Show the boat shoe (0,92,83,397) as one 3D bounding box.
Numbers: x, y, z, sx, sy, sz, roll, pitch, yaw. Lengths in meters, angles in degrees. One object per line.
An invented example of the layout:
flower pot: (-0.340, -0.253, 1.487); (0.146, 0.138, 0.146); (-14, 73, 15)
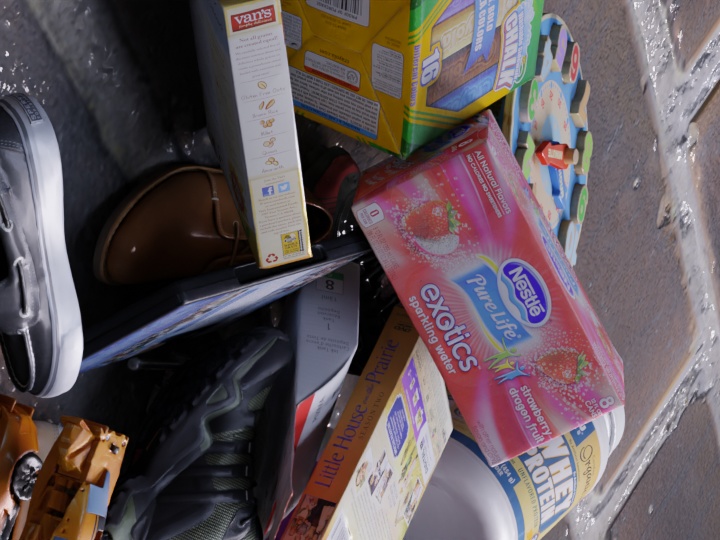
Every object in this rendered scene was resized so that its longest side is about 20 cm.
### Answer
boat shoe: (-0.202, -0.004, 1.322); (0.066, 0.070, 0.200); (-23, 136, -29)

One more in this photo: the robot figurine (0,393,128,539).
robot figurine: (-0.216, 0.174, 1.365); (0.058, 0.145, 0.200); (36, 70, -57)

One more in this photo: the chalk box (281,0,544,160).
chalk box: (0.042, -0.179, 1.537); (0.200, 0.124, 0.124); (-32, 137, -44)

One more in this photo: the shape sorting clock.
shape sorting clock: (0.135, -0.082, 1.666); (0.200, 0.039, 0.200); (6, 90, -68)

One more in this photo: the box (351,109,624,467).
box: (0.085, 0.011, 1.530); (0.200, 0.103, 0.095); (62, 11, -13)

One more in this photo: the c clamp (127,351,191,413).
c clamp: (-0.141, 0.145, 1.585); (0.171, 0.027, 0.200); (-3, 113, -63)

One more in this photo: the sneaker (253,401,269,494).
sneaker: (-0.109, 0.165, 1.570); (0.080, 0.070, 0.201); (-25, 135, -79)

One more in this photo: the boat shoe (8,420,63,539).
boat shoe: (-0.218, 0.187, 1.449); (0.065, 0.072, 0.200); (21, 99, -26)

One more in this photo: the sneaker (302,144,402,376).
sneaker: (0.000, 0.000, 1.633); (0.071, 0.098, 0.201); (-42, 143, -34)

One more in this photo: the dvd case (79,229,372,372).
dvd case: (-0.099, 0.022, 1.464); (0.200, 0.143, 0.018); (-16, 81, -54)

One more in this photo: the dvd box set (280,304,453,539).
dvd box set: (0.007, 0.144, 1.586); (0.146, 0.029, 0.200); (76, 34, -52)

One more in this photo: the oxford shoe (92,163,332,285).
oxford shoe: (-0.089, -0.027, 1.488); (0.200, 0.071, 0.071); (-21, 131, -51)

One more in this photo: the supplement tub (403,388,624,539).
supplement tub: (0.109, 0.149, 1.884); (0.200, 0.145, 0.145); (-37, 141, -42)

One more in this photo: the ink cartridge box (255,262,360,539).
ink cartridge box: (-0.039, 0.115, 1.562); (0.161, 0.050, 0.200); (109, -15, -46)

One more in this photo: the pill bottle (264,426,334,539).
pill bottle: (-0.047, 0.217, 1.706); (0.200, 0.112, 0.112); (-61, 152, -9)

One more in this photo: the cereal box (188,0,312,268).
cereal box: (-0.070, -0.120, 1.382); (0.039, 0.144, 0.200); (-13, 134, -9)

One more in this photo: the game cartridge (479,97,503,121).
game cartridge: (0.087, -0.070, 1.683); (0.200, 0.041, 0.133); (-3, 88, -58)

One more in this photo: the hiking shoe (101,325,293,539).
hiking shoe: (-0.096, 0.129, 1.498); (0.101, 0.076, 0.200); (42, 75, -20)
